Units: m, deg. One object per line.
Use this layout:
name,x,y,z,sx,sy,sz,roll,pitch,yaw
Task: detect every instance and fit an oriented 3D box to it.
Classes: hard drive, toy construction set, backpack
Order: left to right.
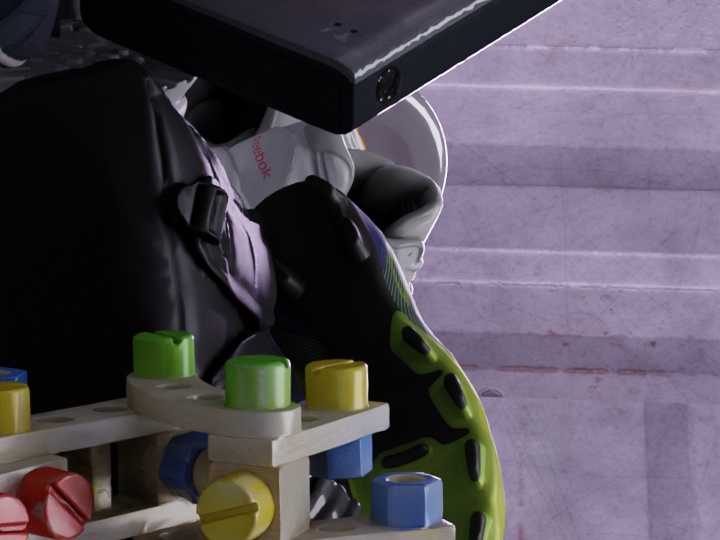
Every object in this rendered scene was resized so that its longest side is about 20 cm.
toy construction set,-0.082,0.056,0.577,0.199,0.131,0.093,13,85,-48
backpack,-0.086,0.024,0.772,0.200,0.153,0.165,2,82,-73
hard drive,0.004,-0.126,0.909,0.200,0.139,0.033,-35,137,-42

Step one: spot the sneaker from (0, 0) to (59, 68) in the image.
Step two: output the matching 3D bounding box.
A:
sneaker,-0.106,-0.138,0.744,0.201,0.079,0.079,89,3,-57

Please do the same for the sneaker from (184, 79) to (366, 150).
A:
sneaker,-0.048,-0.061,1.027,0.092,0.075,0.201,-45,147,-37

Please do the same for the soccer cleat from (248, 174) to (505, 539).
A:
soccer cleat,0.011,0.051,0.847,0.201,0.064,0.084,65,2,36

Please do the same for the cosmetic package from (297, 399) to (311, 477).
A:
cosmetic package,-0.068,0.121,0.865,0.052,0.150,0.200,57,10,-8

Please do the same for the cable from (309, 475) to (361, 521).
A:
cable,-0.083,0.132,0.674,0.200,0.050,0.097,-50,177,22

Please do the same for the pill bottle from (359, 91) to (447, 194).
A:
pill bottle,-0.039,-0.083,1.213,0.200,0.111,0.113,-133,-141,-59

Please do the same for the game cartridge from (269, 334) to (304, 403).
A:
game cartridge,-0.043,0.091,1.100,0.201,0.040,0.134,-98,-170,-56

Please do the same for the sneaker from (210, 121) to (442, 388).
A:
sneaker,0.000,0.000,1.001,0.200,0.099,0.078,49,20,-55

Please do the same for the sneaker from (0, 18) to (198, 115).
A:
sneaker,-0.104,-0.051,0.905,0.200,0.076,0.081,-67,167,-78
